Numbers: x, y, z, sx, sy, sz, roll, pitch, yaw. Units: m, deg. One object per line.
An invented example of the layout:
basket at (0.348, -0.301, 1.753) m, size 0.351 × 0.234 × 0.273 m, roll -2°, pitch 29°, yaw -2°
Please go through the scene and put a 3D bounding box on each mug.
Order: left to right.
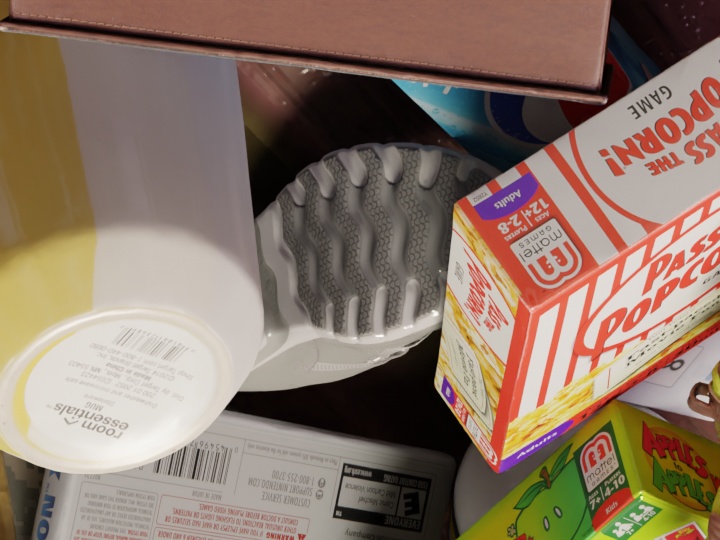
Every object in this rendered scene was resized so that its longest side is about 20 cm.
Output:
mug at (-0.119, -0.007, 1.031) m, size 0.186 × 0.154 × 0.150 m, roll -16°, pitch 138°, yaw -4°

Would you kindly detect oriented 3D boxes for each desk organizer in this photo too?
desk organizer at (-0.012, -0.109, 0.958) m, size 0.199 × 0.072 × 0.077 m, roll 8°, pitch 103°, yaw 5°

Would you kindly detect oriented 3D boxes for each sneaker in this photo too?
sneaker at (0.000, 0.000, 1.125) m, size 0.082 × 0.075 × 0.200 m, roll 5°, pitch 165°, yaw -44°

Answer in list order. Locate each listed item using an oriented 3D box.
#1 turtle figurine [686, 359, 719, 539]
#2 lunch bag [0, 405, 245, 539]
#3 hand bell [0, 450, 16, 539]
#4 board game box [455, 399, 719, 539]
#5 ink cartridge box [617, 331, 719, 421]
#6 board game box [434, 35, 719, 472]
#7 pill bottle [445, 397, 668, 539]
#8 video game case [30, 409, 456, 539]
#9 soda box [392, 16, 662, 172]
turtle figurine at (0.145, 0.058, 1.033) m, size 0.200 × 0.064 × 0.162 m, roll -2°, pitch 105°, yaw -65°
lunch bag at (-0.124, 0.146, 1.208) m, size 0.163 × 0.118 × 0.201 m, roll 4°, pitch 105°, yaw -29°
hand bell at (-0.232, 0.098, 1.072) m, size 0.199 × 0.104 × 0.104 m, roll -10°, pitch 137°, yaw -1°
board game box at (0.075, 0.141, 1.147) m, size 0.101 × 0.048 × 0.200 m, roll 24°, pitch 126°, yaw -33°
ink cartridge box at (0.207, 0.001, 1.242) m, size 0.199 × 0.057 × 0.163 m, roll 16°, pitch 127°, yaw -27°
board game box at (0.101, -0.012, 1.012) m, size 0.151 × 0.046 × 0.200 m, roll -33°, pitch 164°, yaw -10°
pill bottle at (0.089, 0.150, 1.294) m, size 0.111 × 0.112 × 0.200 m, roll -10°, pitch 146°, yaw -11°
video game case at (-0.055, 0.149, 1.173) m, size 0.199 × 0.022 × 0.183 m, roll 14°, pitch 87°, yaw -41°
soda box at (0.056, -0.082, 1.082) m, size 0.064 × 0.068 × 0.200 m, roll -35°, pitch 136°, yaw 15°
